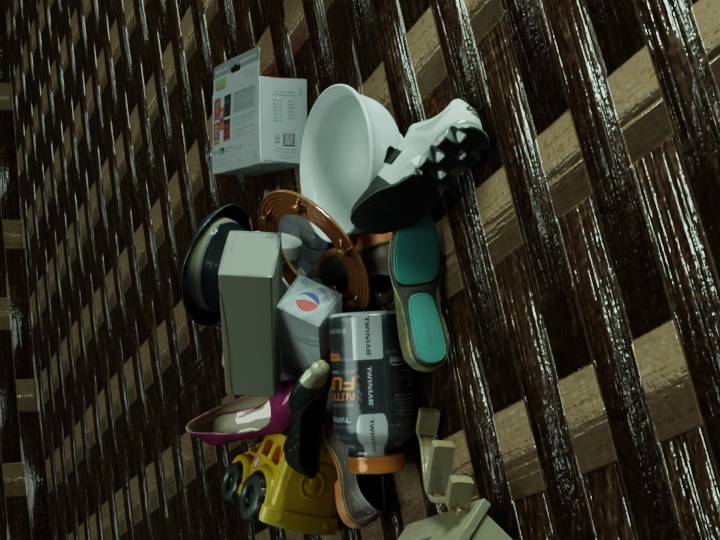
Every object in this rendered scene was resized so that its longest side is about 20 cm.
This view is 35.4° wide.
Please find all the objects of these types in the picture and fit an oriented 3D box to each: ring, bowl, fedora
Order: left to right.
[{"bbox_3d":[-0.190,0.003,1.723,0.091,0.200,0.202,20,111,25],"label":"fedora"},{"bbox_3d":[-0.067,-0.015,1.480,0.200,0.019,0.201,32,144,27],"label":"ring"},{"bbox_3d":[0.003,-0.136,1.458,0.201,0.090,0.203,-2,88,62],"label":"bowl"}]

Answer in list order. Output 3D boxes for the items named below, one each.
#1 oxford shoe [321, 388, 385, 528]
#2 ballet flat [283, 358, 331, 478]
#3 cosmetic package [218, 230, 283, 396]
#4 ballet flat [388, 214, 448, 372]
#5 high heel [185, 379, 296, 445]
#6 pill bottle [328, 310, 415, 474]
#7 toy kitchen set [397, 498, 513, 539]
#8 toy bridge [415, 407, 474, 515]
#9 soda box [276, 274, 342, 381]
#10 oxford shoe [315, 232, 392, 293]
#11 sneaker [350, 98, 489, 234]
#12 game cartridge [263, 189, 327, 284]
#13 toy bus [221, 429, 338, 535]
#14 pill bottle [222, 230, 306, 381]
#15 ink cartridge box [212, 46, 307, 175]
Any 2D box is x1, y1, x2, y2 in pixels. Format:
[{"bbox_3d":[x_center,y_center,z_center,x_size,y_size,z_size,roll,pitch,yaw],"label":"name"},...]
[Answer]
[{"bbox_3d":[-0.002,0.235,1.497,0.073,0.071,0.202,-37,61,50],"label":"oxford shoe"},{"bbox_3d":[-0.061,0.190,1.465,0.057,0.066,0.201,39,139,28],"label":"ballet flat"},{"bbox_3d":[-0.142,0.059,1.492,0.104,0.072,0.201,-84,-5,-56],"label":"cosmetic package"},{"bbox_3d":[0.067,0.026,1.374,0.071,0.070,0.202,-27,66,59],"label":"ballet flat"},{"bbox_3d":[-0.161,0.196,1.567,0.200,0.095,0.068,-30,58,50],"label":"high heel"},{"bbox_3d":[0.016,0.153,1.420,0.106,0.105,0.202,-11,81,61],"label":"pill bottle"},{"bbox_3d":[0.099,0.391,1.225,0.163,0.200,0.180,45,146,-5],"label":"toy kitchen set"},{"bbox_3d":[0.091,0.229,1.294,0.200,0.027,0.068,-114,31,-71],"label":"toy bridge"},{"bbox_3d":[-0.065,0.099,1.519,0.068,0.064,0.201,24,146,17],"label":"soda box"},{"bbox_3d":[0.000,0.000,1.489,0.200,0.071,0.073,-26,73,59],"label":"oxford shoe"},{"bbox_3d":[0.066,-0.123,1.335,0.200,0.074,0.089,-38,38,23],"label":"sneaker"},{"bbox_3d":[-0.103,-0.042,1.719,0.200,0.038,0.131,35,117,57],"label":"game cartridge"},{"bbox_3d":[-0.103,0.269,1.636,0.200,0.135,0.194,14,89,64],"label":"toy bus"},{"bbox_3d":[-0.137,0.051,1.632,0.113,0.112,0.202,34,121,57],"label":"pill bottle"},{"bbox_3d":[-0.160,-0.245,1.768,0.200,0.083,0.177,0,90,61],"label":"ink cartridge box"}]
